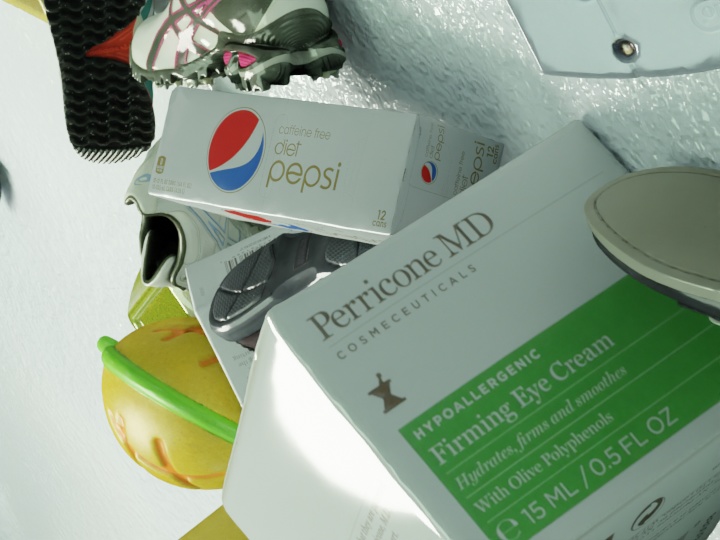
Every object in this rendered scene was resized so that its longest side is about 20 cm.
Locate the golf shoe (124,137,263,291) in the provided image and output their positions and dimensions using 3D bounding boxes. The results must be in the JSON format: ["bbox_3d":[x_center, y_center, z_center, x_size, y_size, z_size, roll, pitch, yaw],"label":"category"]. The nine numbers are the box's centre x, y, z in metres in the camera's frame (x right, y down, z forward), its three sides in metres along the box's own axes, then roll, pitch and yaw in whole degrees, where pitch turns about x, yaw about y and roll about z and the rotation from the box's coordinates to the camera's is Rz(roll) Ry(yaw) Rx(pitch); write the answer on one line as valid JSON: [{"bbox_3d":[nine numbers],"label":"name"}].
[{"bbox_3d":[-0.109,-0.013,1.511,0.078,0.097,0.201,27,148,33],"label":"golf shoe"}]

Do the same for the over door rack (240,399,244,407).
[{"bbox_3d":[0.045,0.101,1.278,0.148,0.067,0.200,50,-157,16],"label":"over door rack"}]

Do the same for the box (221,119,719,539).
[{"bbox_3d":[0.067,0.080,1.106,0.171,0.199,0.200,48,153,19],"label":"box"}]

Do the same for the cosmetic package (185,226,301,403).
[{"bbox_3d":[-0.020,0.073,1.424,0.074,0.101,0.201,-111,-2,-66],"label":"cosmetic package"}]

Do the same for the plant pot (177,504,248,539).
[{"bbox_3d":[-0.072,0.265,1.724,0.195,0.195,0.200,58,167,-21],"label":"plant pot"}]

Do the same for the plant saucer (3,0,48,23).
[{"bbox_3d":[-0.250,-0.269,1.499,0.200,0.048,0.201,29,147,62],"label":"plant saucer"}]

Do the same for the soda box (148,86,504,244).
[{"bbox_3d":[-0.022,-0.053,1.223,0.068,0.064,0.199,16,176,-43],"label":"soda box"}]

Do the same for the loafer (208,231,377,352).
[{"bbox_3d":[0.000,0.000,1.293,0.063,0.072,0.199,37,138,-27],"label":"loafer"}]

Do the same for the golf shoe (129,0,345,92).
[{"bbox_3d":[-0.072,-0.147,1.299,0.200,0.077,0.089,6,109,59],"label":"golf shoe"}]

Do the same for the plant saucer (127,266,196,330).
[{"bbox_3d":[-0.100,0.063,1.683,0.200,0.048,0.200,55,159,3],"label":"plant saucer"}]

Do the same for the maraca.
[{"bbox_3d":[-0.113,0.083,1.538,0.137,0.107,0.200,32,179,-17],"label":"maraca"}]

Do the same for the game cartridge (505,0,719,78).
[{"bbox_3d":[0.123,-0.138,0.804,0.199,0.041,0.134,-15,106,43],"label":"game cartridge"}]

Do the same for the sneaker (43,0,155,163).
[{"bbox_3d":[-0.162,-0.170,1.440,0.094,0.070,0.201,-107,13,-52],"label":"sneaker"}]

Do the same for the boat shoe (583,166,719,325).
[{"bbox_3d":[0.170,0.013,0.971,0.200,0.073,0.063,26,142,45],"label":"boat shoe"}]
